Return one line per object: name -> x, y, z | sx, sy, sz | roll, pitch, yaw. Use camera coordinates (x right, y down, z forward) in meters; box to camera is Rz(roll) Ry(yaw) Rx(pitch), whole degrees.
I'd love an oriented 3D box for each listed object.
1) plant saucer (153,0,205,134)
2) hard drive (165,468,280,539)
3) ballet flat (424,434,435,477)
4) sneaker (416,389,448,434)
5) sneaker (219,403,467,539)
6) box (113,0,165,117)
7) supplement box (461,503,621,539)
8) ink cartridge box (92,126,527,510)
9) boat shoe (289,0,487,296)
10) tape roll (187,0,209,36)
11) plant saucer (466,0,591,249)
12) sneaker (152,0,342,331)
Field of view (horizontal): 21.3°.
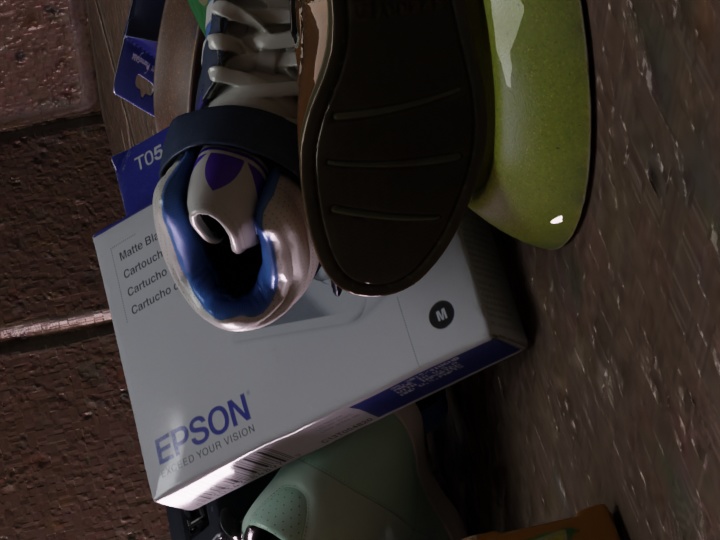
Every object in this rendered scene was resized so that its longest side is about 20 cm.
plant saucer -> -0.086, -0.144, 1.176 | 0.200, 0.034, 0.202 | 13, -90, -81
hard drive -> -0.061, 0.135, 1.058 | 0.135, 0.042, 0.200 | 54, -170, -26
ballet flat -> -0.005, 0.070, 1.123 | 0.200, 0.064, 0.076 | 52, 147, 2
sneaker -> 0.000, 0.000, 1.054 | 0.200, 0.070, 0.078 | -122, 23, -46
sneaker -> -0.010, 0.144, 0.993 | 0.073, 0.118, 0.201 | 24, 154, 29
box -> -0.105, -0.197, 1.196 | 0.121, 0.032, 0.202 | 24, -101, -80
supplement box -> 0.076, 0.181, 0.827 | 0.201, 0.066, 0.069 | 90, 164, -52
ink cartridge box -> -0.037, -0.016, 0.911 | 0.041, 0.199, 0.201 | 23, -135, -55
boat shoe -> 0.009, -0.092, 0.732 | 0.068, 0.071, 0.201 | -113, 23, -64
tape roll -> -0.075, -0.206, 0.916 | 0.200, 0.048, 0.202 | 162, 90, -81
plant saucer -> 0.045, -0.104, 0.772 | 0.200, 0.031, 0.202 | 168, 90, -81
sneaker -> -0.036, -0.074, 0.778 | 0.147, 0.080, 0.201 | -73, -8, -63
